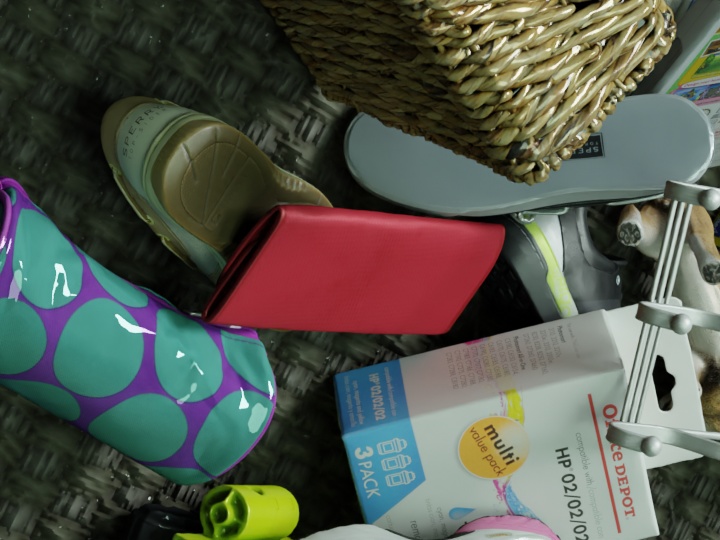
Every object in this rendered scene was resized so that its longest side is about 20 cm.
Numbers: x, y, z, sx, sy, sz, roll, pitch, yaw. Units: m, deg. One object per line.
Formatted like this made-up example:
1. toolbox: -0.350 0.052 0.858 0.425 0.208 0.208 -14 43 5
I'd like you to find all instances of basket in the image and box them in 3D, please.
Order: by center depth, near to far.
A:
1. basket: 0.043 -0.158 1.275 0.143 0.200 0.149 -46 127 -13

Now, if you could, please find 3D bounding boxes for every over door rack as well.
1. over door rack: 0.225 0.032 1.408 0.200 0.066 0.148 5 101 -47

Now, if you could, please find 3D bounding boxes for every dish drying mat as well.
1. dish drying mat: 0.000 0.000 1.354 0.200 0.018 0.077 4 128 -52

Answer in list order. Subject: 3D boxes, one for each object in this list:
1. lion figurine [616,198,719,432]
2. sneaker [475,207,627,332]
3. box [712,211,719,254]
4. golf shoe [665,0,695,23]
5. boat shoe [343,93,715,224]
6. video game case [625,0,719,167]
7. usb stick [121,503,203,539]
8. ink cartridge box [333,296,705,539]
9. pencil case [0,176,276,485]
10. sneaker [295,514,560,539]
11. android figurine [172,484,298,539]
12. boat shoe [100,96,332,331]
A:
1. lion figurine: 0.198 0.014 1.525 0.072 0.123 0.201 -7 111 11
2. sneaker: 0.133 0.028 1.494 0.083 0.072 0.200 -40 126 -22
3. box: 0.302 0.010 1.619 0.200 0.064 0.070 39 82 -40
4. golf shoe: 0.164 -0.208 1.433 0.097 0.078 0.201 13 97 -33
5. boat shoe: 0.090 -0.063 1.408 0.198 0.068 0.074 -7 78 -2
6. video game case: 0.233 -0.117 1.476 0.199 0.022 0.182 -12 153 -34
7. usb stick: -0.132 0.220 1.391 0.055 0.033 0.201 17 96 -44
8. ink cartridge box: 0.095 0.097 1.435 0.199 0.068 0.115 -14 119 2
9. pencil case: -0.136 0.029 1.286 0.200 0.085 0.093 34 84 -39
10. sneaker: 0.031 0.183 1.361 0.199 0.086 0.081 -12 123 -18
11. android figurine: -0.078 0.202 1.387 0.200 0.041 0.183 8 103 -62
12. boat shoe: -0.069 -0.034 1.323 0.074 0.066 0.200 -51 149 -10
